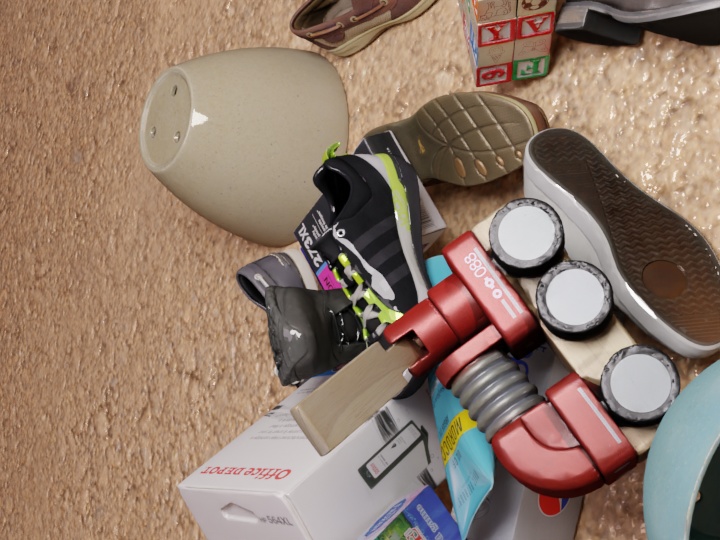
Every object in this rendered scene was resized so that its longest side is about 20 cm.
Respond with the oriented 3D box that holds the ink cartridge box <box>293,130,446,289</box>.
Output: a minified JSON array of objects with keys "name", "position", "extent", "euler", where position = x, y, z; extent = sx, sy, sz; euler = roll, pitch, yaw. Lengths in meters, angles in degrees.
[{"name":"ink cartridge box","position":[-0.004,-0.024,1.033],"extent":[0.095,0.037,0.200],"euler":[61,147,15]}]

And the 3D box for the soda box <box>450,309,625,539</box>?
[{"name":"soda box","position":[0.123,0.116,0.872],"extent":[0.068,0.063,0.200],"euler":[17,95,53]}]

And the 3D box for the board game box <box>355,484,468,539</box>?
[{"name":"board game box","position":[0.039,0.270,0.772],"extent":[0.041,0.199,0.200],"euler":[-36,89,41]}]

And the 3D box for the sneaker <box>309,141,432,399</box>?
[{"name":"sneaker","position":[0.000,0.000,0.887],"extent":[0.072,0.083,0.200],"euler":[130,139,-53]}]

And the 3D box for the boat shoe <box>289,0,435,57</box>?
[{"name":"boat shoe","position":[0.009,-0.259,1.093],"extent":[0.200,0.072,0.072],"euler":[-26,62,46]}]

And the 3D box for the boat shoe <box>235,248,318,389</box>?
[{"name":"boat shoe","position":[-0.056,0.079,1.080],"extent":[0.073,0.063,0.200],"euler":[-42,64,56]}]

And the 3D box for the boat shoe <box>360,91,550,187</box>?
[{"name":"boat shoe","position":[0.080,-0.104,0.966],"extent":[0.200,0.067,0.072],"euler":[-7,100,55]}]

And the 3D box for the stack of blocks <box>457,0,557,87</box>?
[{"name":"stack of blocks","position":[0.099,-0.259,0.941],"extent":[0.115,0.058,0.200],"euler":[79,-179,-66]}]

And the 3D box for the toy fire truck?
[{"name":"toy fire truck","position":[0.075,0.073,0.754],"extent":[0.200,0.129,0.176],"euler":[-35,71,2]}]

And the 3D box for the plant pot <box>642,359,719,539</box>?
[{"name":"plant pot","position":[0.232,0.118,0.652],"extent":[0.135,0.200,0.200],"euler":[-150,73,-74]}]

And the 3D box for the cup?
[{"name":"cup","position":[-0.128,-0.132,1.183],"extent":[0.200,0.143,0.201],"euler":[-16,69,50]}]

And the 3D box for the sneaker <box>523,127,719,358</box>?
[{"name":"sneaker","position":[0.181,-0.008,0.841],"extent":[0.200,0.073,0.085],"euler":[57,159,33]}]

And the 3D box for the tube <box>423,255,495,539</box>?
[{"name":"tube","position":[0.071,0.082,0.858],"extent":[0.078,0.050,0.200],"euler":[98,169,-52]}]

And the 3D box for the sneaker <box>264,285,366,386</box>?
[{"name":"sneaker","position":[-0.019,0.039,0.937],"extent":[0.091,0.200,0.076],"euler":[-9,94,9]}]

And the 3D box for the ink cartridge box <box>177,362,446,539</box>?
[{"name":"ink cartridge box","position":[-0.016,0.141,0.926],"extent":[0.146,0.200,0.084],"euler":[-9,113,51]}]

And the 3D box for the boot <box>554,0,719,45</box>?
[{"name":"boot","position":[0.209,-0.247,0.839],"extent":[0.200,0.069,0.174],"euler":[14,94,54]}]
